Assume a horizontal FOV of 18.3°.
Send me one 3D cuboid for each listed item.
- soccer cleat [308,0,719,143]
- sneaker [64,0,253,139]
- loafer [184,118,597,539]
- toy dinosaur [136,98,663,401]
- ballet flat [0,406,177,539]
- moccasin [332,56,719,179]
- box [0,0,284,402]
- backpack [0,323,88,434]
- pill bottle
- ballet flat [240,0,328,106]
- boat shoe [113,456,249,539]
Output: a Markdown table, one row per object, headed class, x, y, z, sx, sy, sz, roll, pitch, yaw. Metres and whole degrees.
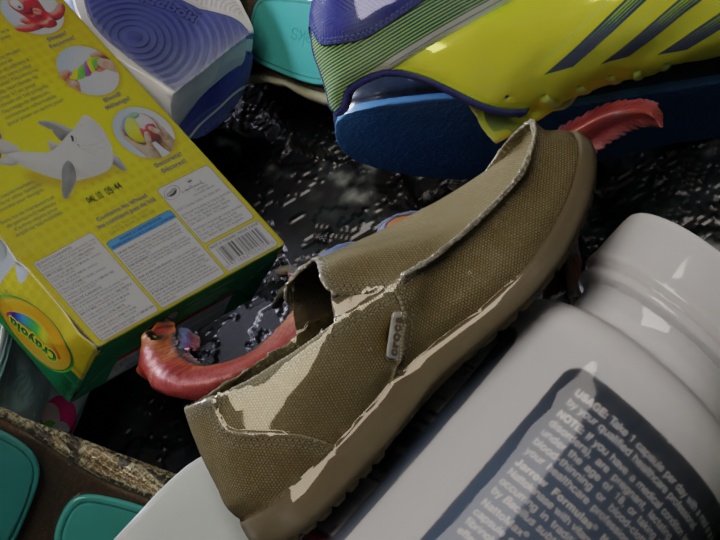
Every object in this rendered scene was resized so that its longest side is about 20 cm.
| class | x | y | z | sx | sy | sz | roll | pitch | yaw |
| --- | --- | --- | --- | --- | --- | --- | --- | --- | --- |
| soccer cleat | 0.078 | -0.093 | 0.915 | 0.199 | 0.065 | 0.084 | 1 | 89 | -3 |
| sneaker | -0.134 | -0.107 | 1.084 | 0.199 | 0.116 | 0.080 | 32 | 51 | 28 |
| loafer | 0.012 | 0.012 | 0.830 | 0.200 | 0.067 | 0.076 | -49 | 9 | -17 |
| toy dinosaur | 0.000 | 0.000 | 0.915 | 0.181 | 0.201 | 0.105 | -14 | 48 | -42 |
| ballet flat | -0.132 | 0.091 | 0.915 | 0.068 | 0.199 | 0.075 | -65 | 20 | 10 |
| moccasin | 0.086 | -0.086 | 0.980 | 0.199 | 0.081 | 0.069 | -5 | 63 | -2 |
| box | -0.141 | -0.049 | 0.965 | 0.117 | 0.048 | 0.200 | -29 | 72 | -41 |
| backpack | -0.226 | 0.037 | 1.008 | 0.199 | 0.151 | 0.178 | 30 | 85 | 29 |
| pill bottle | 0.074 | 0.082 | 0.847 | 0.200 | 0.120 | 0.119 | -48 | 51 | -11 |
| ballet flat | -0.038 | -0.117 | 1.071 | 0.070 | 0.070 | 0.200 | -48 | 42 | -11 |
| boat shoe | -0.101 | 0.150 | 0.850 | 0.200 | 0.064 | 0.071 | -37 | 72 | -16 |
